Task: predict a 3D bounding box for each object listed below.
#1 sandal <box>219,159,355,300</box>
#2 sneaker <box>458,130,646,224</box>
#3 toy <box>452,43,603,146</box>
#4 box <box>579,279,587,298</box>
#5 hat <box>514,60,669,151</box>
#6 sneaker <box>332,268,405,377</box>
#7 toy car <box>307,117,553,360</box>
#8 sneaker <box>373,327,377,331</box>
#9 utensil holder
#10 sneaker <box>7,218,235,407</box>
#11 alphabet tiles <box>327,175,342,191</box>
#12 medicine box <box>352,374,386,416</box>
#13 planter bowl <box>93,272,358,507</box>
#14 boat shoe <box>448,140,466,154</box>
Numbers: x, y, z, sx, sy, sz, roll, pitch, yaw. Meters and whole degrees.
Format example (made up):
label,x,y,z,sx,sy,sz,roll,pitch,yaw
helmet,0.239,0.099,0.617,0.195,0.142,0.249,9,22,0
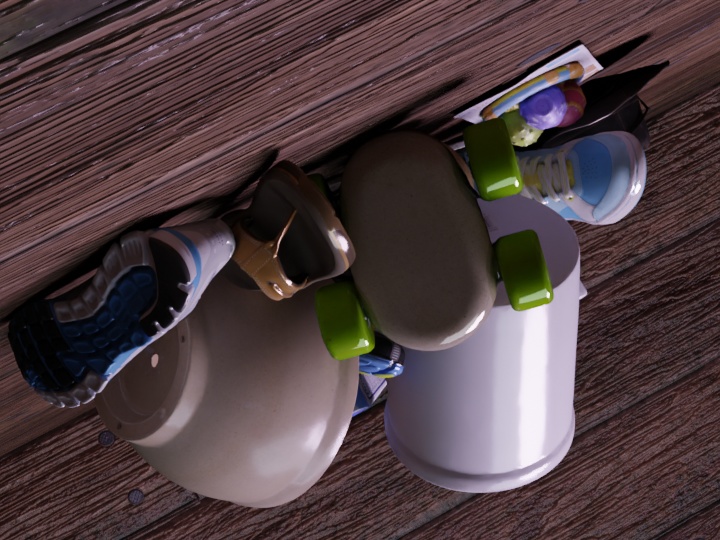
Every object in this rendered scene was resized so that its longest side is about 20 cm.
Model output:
label,x,y,z,sx,sy,sz,roll,pitch,yaw
sandal,-0.063,-0.012,0.840,0.054,0.080,0.200,-44,-170,-25
sneaker,0.147,-0.073,1.118,0.130,0.080,0.200,-3,174,-24
toy,0.155,-0.137,1.095,0.115,0.047,0.200,-29,178,15
box,0.119,-0.020,1.424,0.130,0.200,0.200,-27,178,-15
hat,0.230,-0.131,1.268,0.200,0.081,0.201,-30,-170,6
sneaker,-0.024,0.016,1.062,0.083,0.200,0.071,-49,135,8
toy car,0.045,-0.037,0.975,0.163,0.159,0.200,-16,-168,8
sneaker,0.000,0.000,1.203,0.076,0.081,0.200,-8,-148,9
utensil holder,0.102,0.059,1.093,0.169,0.170,0.201,-26,134,-27
sneaker,-0.150,0.025,0.838,0.200,0.075,0.087,-29,-177,38
alphabet tiles,-0.117,-0.019,1.051,0.200,0.008,0.167,-29,178,42
medicine box,-0.065,0.061,1.246,0.103,0.183,0.200,-28,178,5
planter bowl,-0.118,0.076,0.982,0.200,0.201,0.134,-29,151,36
boat shoe,0.064,-0.076,1.221,0.073,0.062,0.200,-28,178,34
